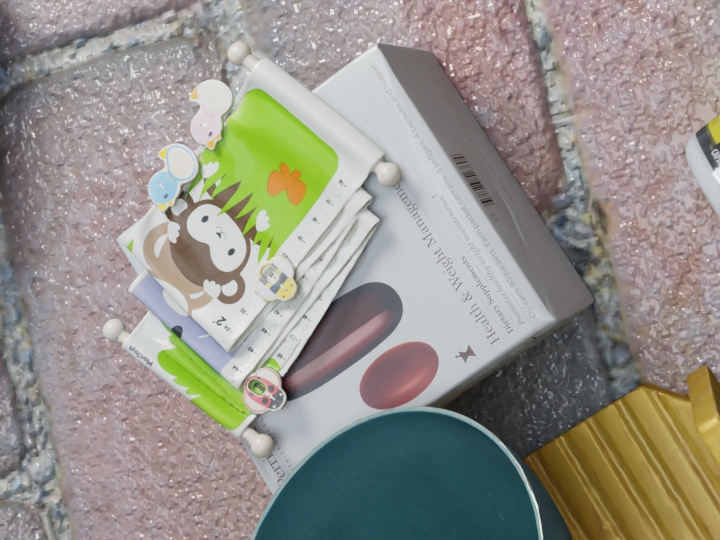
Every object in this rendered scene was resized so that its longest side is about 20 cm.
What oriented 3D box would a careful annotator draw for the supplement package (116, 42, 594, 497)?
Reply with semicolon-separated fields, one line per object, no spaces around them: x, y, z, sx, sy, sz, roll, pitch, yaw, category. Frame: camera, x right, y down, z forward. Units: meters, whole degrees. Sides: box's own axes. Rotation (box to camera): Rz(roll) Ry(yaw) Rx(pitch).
0.000;0.000;1.155;0.199;0.147;0.192;-35;84;16;supplement package

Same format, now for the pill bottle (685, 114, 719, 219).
0.292;-0.085;1.076;0.199;0.112;0.112;-38;83;16;pill bottle

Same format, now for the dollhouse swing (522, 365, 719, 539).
0.150;0.186;1.108;0.199;0.176;0.183;-34;84;18;dollhouse swing

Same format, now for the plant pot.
0.047;0.194;1.058;0.199;0.135;0.202;-18;56;29;plant pot

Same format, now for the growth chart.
-0.067;-0.015;1.089;0.144;0.018;0.201;30;100;14;growth chart
